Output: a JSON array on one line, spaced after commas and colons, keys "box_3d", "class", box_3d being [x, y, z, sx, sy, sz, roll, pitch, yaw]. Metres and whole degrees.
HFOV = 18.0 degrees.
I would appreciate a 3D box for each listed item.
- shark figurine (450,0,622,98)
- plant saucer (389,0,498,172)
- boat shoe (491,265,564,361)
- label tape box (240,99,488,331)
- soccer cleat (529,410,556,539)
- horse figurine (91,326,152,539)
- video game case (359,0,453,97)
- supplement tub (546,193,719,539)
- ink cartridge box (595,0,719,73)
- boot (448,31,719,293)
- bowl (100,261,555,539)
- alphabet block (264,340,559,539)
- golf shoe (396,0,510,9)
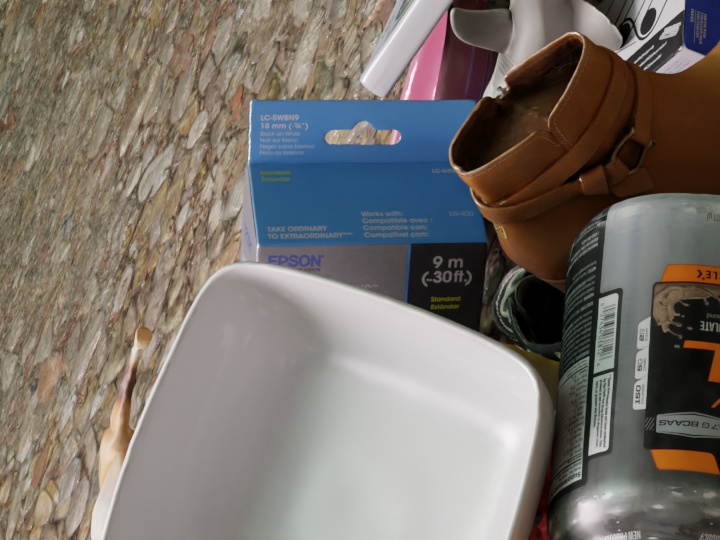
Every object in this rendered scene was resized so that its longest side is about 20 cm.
[{"box_3d": [0.105, -0.154, 1.288, 0.089, 0.215, 0.128, 35, 75, 31], "class": "shark figurine"}, {"box_3d": [0.055, -0.089, 1.497, 0.201, 0.051, 0.202, -167, 90, -84], "class": "plant saucer"}, {"box_3d": [0.114, 0.021, 1.289, 0.074, 0.060, 0.200, -69, 21, 3], "class": "boat shoe"}, {"box_3d": [0.000, 0.000, 1.386, 0.063, 0.143, 0.201, -109, 20, -61], "class": "label tape box"}, {"box_3d": [0.118, 0.170, 1.150, 0.069, 0.085, 0.201, -7, 89, 63], "class": "soccer cleat"}, {"box_3d": [-0.118, 0.131, 1.232, 0.133, 0.050, 0.201, 112, 157, -44], "class": "horse figurine"}, {"box_3d": [0.073, -0.219, 1.400, 0.200, 0.023, 0.182, -54, 8, 28], "class": "video game case"}, {"box_3d": [0.151, 0.075, 1.064, 0.122, 0.122, 0.201, -39, 38, 53], "class": "supplement tub"}, {"box_3d": [0.152, -0.111, 1.335, 0.200, 0.044, 0.094, -42, 33, 52], "class": "ink cartridge box"}, {"box_3d": [0.142, -0.081, 1.135, 0.200, 0.155, 0.074, -52, 46, -3], "class": "boot"}, {"box_3d": [-0.010, 0.113, 1.081, 0.199, 0.075, 0.201, 19, 84, 25], "class": "bowl"}, {"box_3d": [0.017, 0.131, 1.248, 0.195, 0.196, 0.201, 6, 77, 67], "class": "alphabet block"}, {"box_3d": [0.091, -0.204, 1.559, 0.200, 0.075, 0.092, -27, 71, 58], "class": "golf shoe"}]
